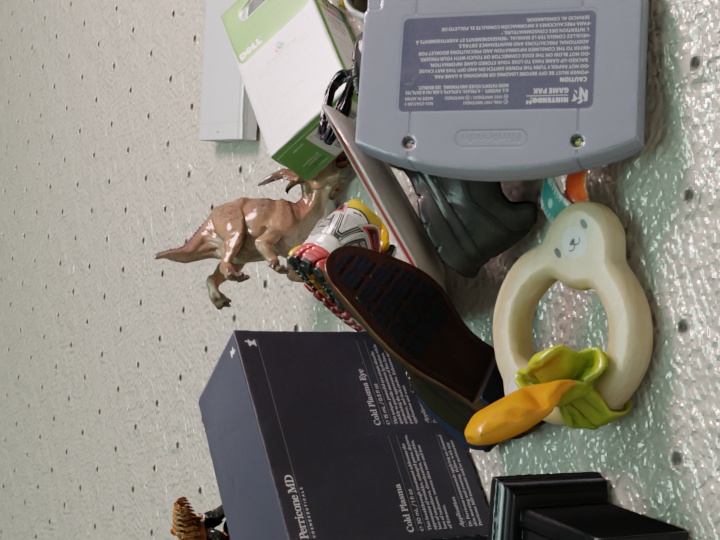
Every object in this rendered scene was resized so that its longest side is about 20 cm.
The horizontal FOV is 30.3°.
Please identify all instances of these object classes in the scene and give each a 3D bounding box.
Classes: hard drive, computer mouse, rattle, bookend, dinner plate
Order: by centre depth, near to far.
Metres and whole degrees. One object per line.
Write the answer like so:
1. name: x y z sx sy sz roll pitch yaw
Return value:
1. bookend: 0.165 0.246 0.820 0.199 0.091 0.202 10 97 61
2. rattle: 0.114 0.005 0.883 0.130 0.141 0.203 14 101 60
3. dinner plate: 0.027 -0.049 1.066 0.202 0.024 0.200 62 180 -1
4. computer mouse: 0.013 -0.199 1.148 0.058 0.034 0.202 21 87 64
5. hard drive: -0.147 -0.249 1.513 0.131 0.026 0.203 9 97 62

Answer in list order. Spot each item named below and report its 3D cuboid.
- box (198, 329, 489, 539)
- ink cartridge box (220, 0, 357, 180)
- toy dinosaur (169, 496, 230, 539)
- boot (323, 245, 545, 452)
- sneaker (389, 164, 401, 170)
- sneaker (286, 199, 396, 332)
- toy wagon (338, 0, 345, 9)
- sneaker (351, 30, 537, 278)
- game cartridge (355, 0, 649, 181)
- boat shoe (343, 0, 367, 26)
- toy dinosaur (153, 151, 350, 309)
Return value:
1. box: -0.016 0.157 1.073 0.105 0.180 0.202 -58 40 42
2. ink cartridge box: -0.058 -0.197 1.267 0.104 0.059 0.202 -39 51 22
3. toy dinosaur: -0.131 0.270 1.320 0.200 0.134 0.103 35 -148 -75
4. boot: 0.044 0.067 0.991 0.075 0.199 0.097 -52 -2 -33
5. sneaker: 0.062 -0.169 1.072 0.105 0.075 0.203 44 133 50
6. sneaker: 0.000 0.000 1.123 0.078 0.082 0.200 39 173 12
7. toy wagon: -0.022 -0.352 1.269 0.155 0.039 0.203 -14 75 61
8. sneaker: 0.064 -0.099 1.001 0.090 0.076 0.202 -30 94 15
9. game cartridge: 0.095 -0.129 0.906 0.197 0.041 0.135 2 77 19
10. boat shoe: 0.074 -0.189 0.977 0.198 0.069 0.072 6 92 34
11. toy dinosaur: -0.099 -0.045 1.283 0.086 0.197 0.137 82 179 -67
